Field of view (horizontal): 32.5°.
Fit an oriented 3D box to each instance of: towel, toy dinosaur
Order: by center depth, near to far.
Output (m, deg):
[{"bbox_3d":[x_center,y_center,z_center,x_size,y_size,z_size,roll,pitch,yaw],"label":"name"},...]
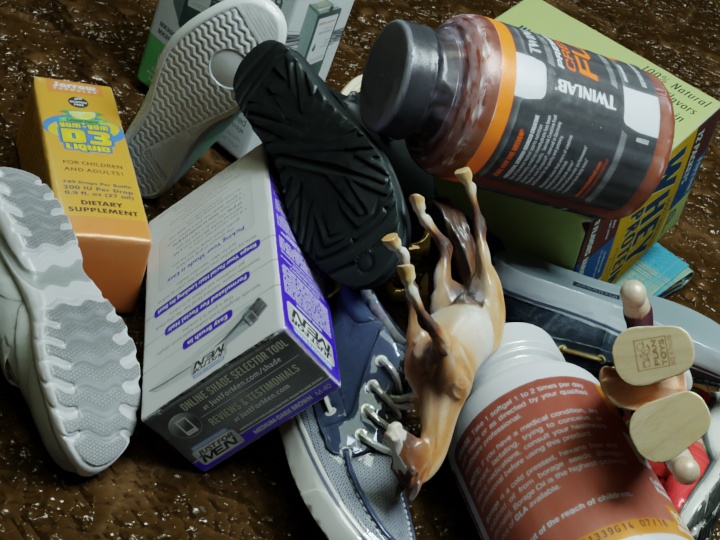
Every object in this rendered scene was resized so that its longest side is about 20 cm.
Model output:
[{"bbox_3d":[0.000,0.000,0.934,0.104,0.061,0.201,3,24,3],"label":"toy dinosaur"},{"bbox_3d":[0.183,-0.029,1.090,0.199,0.022,0.146,37,37,25],"label":"towel"}]

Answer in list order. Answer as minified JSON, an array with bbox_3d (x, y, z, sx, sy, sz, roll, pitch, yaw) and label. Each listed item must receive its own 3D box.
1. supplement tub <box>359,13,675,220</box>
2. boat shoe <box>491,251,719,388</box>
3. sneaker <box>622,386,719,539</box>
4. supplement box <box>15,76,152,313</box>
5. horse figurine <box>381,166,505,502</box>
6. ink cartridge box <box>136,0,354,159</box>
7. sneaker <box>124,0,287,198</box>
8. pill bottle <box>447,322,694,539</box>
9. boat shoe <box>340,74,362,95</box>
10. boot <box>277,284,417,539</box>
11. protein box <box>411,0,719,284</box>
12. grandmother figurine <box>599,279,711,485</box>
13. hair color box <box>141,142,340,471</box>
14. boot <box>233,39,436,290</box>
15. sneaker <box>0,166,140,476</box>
[{"bbox_3d":[0.101,-0.103,0.809,0.197,0.108,0.108,12,34,-26],"label":"supplement tub"},{"bbox_3d":[0.175,0.061,0.883,0.197,0.092,0.071,21,19,14],"label":"boat shoe"},{"bbox_3d":[0.205,0.135,0.839,0.084,0.078,0.200,17,22,13],"label":"sneaker"},{"bbox_3d":[-0.201,-0.059,0.886,0.066,0.070,0.201,4,35,-26],"label":"supplement box"},{"bbox_3d":[0.051,0.024,0.740,0.049,0.134,0.201,-7,25,21],"label":"horse figurine"},{"bbox_3d":[-0.092,-0.219,1.038,0.145,0.202,0.084,38,33,24],"label":"ink cartridge box"},{"bbox_3d":[-0.112,-0.153,0.940,0.073,0.200,0.119,39,38,-11],"label":"sneaker"},{"bbox_3d":[0.119,0.129,0.751,0.110,0.113,0.201,4,38,-23],"label":"pill bottle"},{"bbox_3d":[0.027,-0.135,1.105,0.068,0.075,0.200,23,33,16],"label":"boat shoe"},{"bbox_3d":[0.003,0.091,0.746,0.073,0.090,0.201,36,16,-45],"label":"boot"},{"bbox_3d":[0.147,-0.089,1.009,0.197,0.136,0.199,35,51,23],"label":"protein box"},{"bbox_3d":[0.175,0.067,0.747,0.059,0.124,0.200,-5,-8,11],"label":"grandmother figurine"},{"bbox_3d":[-0.080,0.017,0.796,0.065,0.108,0.201,47,20,-32],"label":"hair color box"},{"bbox_3d":[0.009,-0.060,0.858,0.167,0.076,0.201,21,32,-55],"label":"boot"},{"bbox_3d":[-0.196,0.039,0.757,0.074,0.082,0.202,11,47,-51],"label":"sneaker"}]
